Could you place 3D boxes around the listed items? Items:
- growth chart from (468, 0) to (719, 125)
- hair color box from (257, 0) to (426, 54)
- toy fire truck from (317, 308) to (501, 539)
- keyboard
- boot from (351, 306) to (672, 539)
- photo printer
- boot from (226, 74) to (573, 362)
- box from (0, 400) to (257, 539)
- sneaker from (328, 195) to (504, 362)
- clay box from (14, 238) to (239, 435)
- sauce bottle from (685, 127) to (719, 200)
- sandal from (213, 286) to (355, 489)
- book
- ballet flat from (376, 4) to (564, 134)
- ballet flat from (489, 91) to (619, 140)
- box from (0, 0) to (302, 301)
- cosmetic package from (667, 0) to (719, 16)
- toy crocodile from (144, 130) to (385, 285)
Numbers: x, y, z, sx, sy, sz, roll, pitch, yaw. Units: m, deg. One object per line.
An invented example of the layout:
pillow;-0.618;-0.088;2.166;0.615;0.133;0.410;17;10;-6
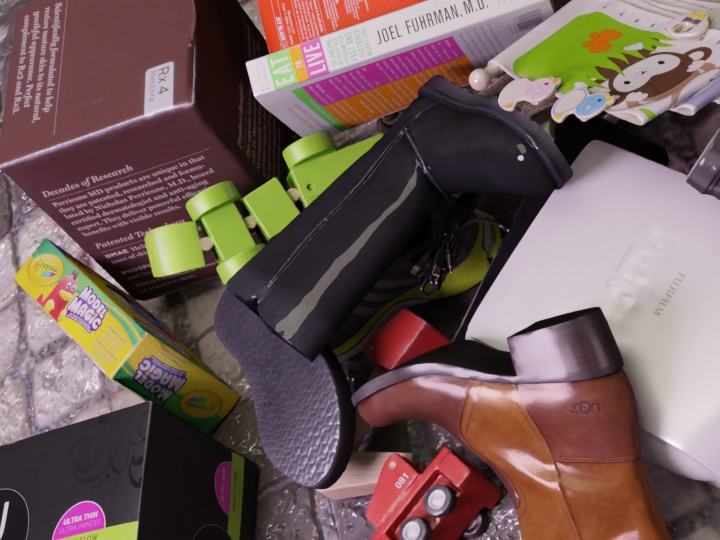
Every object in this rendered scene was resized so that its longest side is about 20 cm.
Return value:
growth chart;0.172;-0.128;0.811;0.200;0.018;0.145;17;51;43
hair color box;0.033;-0.197;0.978;0.200;0.101;0.062;-19;83;41
toy fire truck;0.016;0.139;0.911;0.200;0.049;0.141;-51;45;0
keyboard;0.110;-0.020;0.922;0.127;0.021;0.201;27;80;7
boot;0.095;0.136;0.806;0.188;0.068;0.201;-17;92;32
photo printer;0.184;0.026;0.826;0.200;0.069;0.167;29;80;36
boot;0.021;-0.025;0.875;0.200;0.066;0.165;-44;28;-6
box;-0.190;0.201;0.977;0.199;0.124;0.149;-19;53;29
sneaker;0.000;0.000;0.989;0.200;0.081;0.074;-32;47;17
clay box;-0.175;0.057;1.063;0.048;0.115;0.200;-52;46;-4
sauce bottle;0.267;-0.009;0.737;0.200;0.066;0.066;33;84;10
sandal;-0.044;0.069;0.948;0.076;0.043;0.200;-52;39;19
book;0.036;-0.147;0.940;0.199;0.134;0.048;-16;84;11
ballet flat;0.094;-0.149;1.036;0.199;0.046;0.068;-19;52;27
ballet flat;0.121;-0.103;0.979;0.199;0.068;0.068;-28;77;23
box;-0.152;-0.110;1.080;0.164;0.200;0.167;-16;53;18
cosmetic package;0.266;-0.126;0.853;0.087;0.103;0.200;-33;46;15
toy crocodile;-0.060;-0.044;0.992;0.199;0.062;0.068;-28;86;-11
